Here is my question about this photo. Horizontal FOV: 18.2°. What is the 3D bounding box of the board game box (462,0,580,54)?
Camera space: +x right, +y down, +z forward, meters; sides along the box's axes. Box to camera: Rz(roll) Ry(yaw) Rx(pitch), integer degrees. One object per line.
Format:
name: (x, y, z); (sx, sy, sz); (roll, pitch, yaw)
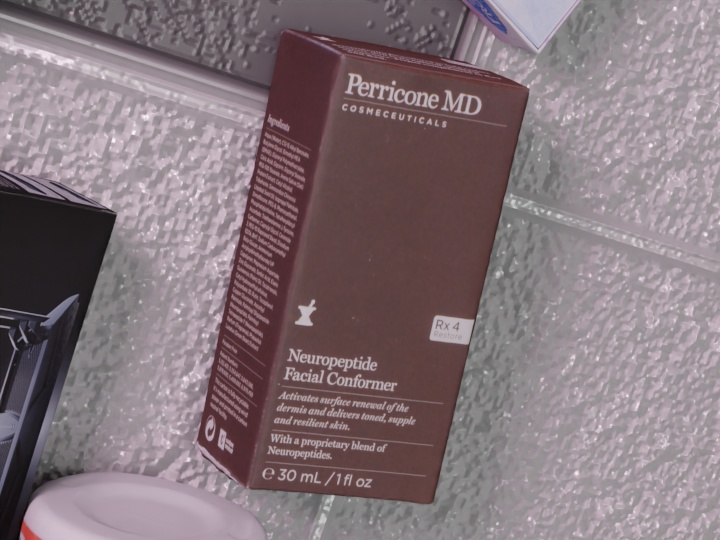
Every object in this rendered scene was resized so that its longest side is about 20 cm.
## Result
board game box: (0.072, -0.237, 1.006); (0.199, 0.041, 0.200); (43, 84, -28)

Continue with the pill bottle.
pill bottle: (-0.111, 0.202, 1.007); (0.111, 0.112, 0.202); (5, 103, -26)

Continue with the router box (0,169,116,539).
router box: (-0.202, 0.051, 0.929); (0.157, 0.052, 0.201); (12, 99, -46)

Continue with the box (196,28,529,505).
box: (0.000, 0.000, 1.025); (0.099, 0.075, 0.202); (7, 100, -26)
